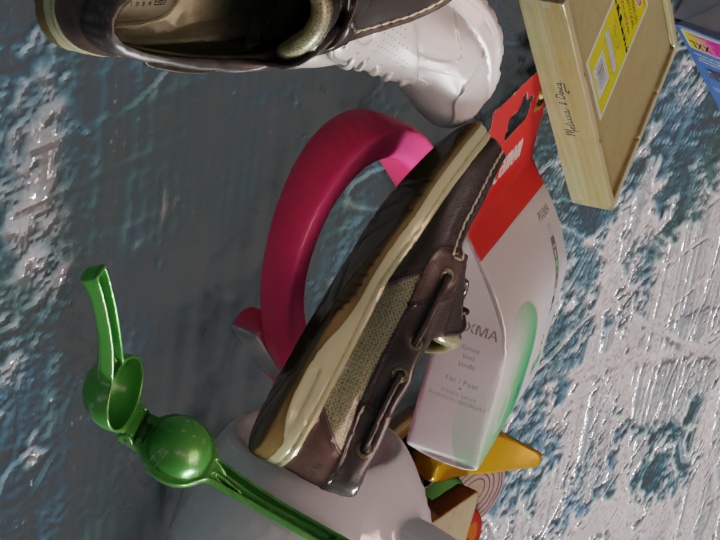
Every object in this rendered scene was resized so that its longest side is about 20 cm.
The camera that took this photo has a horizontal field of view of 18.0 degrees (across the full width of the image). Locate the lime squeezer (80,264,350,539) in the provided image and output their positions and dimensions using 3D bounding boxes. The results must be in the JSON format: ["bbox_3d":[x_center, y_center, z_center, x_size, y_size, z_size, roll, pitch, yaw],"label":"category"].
[{"bbox_3d":[-0.083,0.067,1.052,0.200,0.071,0.038,51,33,-30],"label":"lime squeezer"}]

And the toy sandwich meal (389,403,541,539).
[{"bbox_3d":[0.037,0.164,1.355,0.205,0.070,0.205,-40,144,-37],"label":"toy sandwich meal"}]

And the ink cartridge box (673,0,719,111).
[{"bbox_3d":[0.289,-0.166,1.504,0.137,0.076,0.200,-60,154,-8],"label":"ink cartridge box"}]

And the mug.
[{"bbox_3d":[-0.010,0.171,1.147,0.148,0.200,0.176,-22,123,-55],"label":"mug"}]

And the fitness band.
[{"bbox_3d":[0.000,0.000,1.191,0.144,0.037,0.200,-57,153,-13],"label":"fitness band"}]

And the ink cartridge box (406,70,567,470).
[{"bbox_3d":[0.088,-0.009,1.275,0.161,0.050,0.200,-46,155,-65],"label":"ink cartridge box"}]

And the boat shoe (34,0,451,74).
[{"bbox_3d":[-0.032,-0.113,0.943,0.201,0.066,0.072,-10,122,-30],"label":"boat shoe"}]

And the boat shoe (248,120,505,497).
[{"bbox_3d":[0.019,0.019,1.107,0.200,0.065,0.073,-57,-170,-15],"label":"boat shoe"}]

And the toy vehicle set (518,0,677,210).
[{"bbox_3d":[0.138,-0.140,1.288,0.200,0.026,0.124,68,41,-55],"label":"toy vehicle set"}]

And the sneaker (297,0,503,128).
[{"bbox_3d":[-0.002,-0.122,1.060,0.099,0.078,0.200,-49,140,-13],"label":"sneaker"}]
